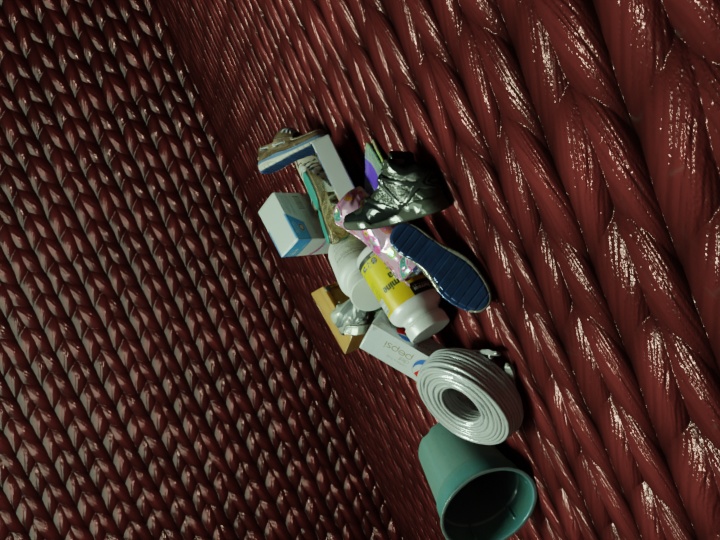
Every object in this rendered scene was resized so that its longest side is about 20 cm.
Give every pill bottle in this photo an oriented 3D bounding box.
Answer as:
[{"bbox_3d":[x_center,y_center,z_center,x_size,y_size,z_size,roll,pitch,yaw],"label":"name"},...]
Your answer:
[{"bbox_3d":[0.085,0.036,1.159,0.200,0.112,0.112,58,165,21],"label":"pill bottle"},{"bbox_3d":[0.000,0.000,1.331,0.200,0.114,0.114,-115,7,-57],"label":"pill bottle"}]

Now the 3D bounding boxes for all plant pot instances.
[{"bbox_3d":[0.219,0.417,1.209,0.196,0.200,0.200,-126,15,-62],"label":"plant pot"}]

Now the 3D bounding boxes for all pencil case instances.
[{"bbox_3d":[-0.114,-0.238,1.456,0.200,0.089,0.078,64,165,6],"label":"pencil case"},{"bbox_3d":[0.041,-0.064,1.088,0.200,0.087,0.087,43,162,9],"label":"pencil case"}]

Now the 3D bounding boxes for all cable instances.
[{"bbox_3d":[0.195,0.227,1.060,0.200,0.069,0.200,0,124,47],"label":"cable"}]

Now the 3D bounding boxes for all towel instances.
[{"bbox_3d":[0.037,-0.145,1.170,0.200,0.023,0.144,96,155,-65],"label":"towel"}]

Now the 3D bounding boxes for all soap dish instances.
[{"bbox_3d":[-0.019,0.110,1.606,0.200,0.157,0.081,59,148,23],"label":"soap dish"}]

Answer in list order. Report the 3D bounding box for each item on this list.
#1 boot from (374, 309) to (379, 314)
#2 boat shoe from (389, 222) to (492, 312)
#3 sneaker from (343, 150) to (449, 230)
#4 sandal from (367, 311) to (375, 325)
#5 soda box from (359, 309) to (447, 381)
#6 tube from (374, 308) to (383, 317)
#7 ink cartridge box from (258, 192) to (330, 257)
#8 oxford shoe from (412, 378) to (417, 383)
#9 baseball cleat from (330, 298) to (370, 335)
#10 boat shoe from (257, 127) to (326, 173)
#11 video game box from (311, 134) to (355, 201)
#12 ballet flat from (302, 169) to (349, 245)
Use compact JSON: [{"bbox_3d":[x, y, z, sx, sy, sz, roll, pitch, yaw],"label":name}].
[{"bbox_3d":[0.089,0.113,1.358,0.151,0.073,0.200,28,138,66],"label":"boot"},{"bbox_3d":[0.140,-0.008,0.979,0.200,0.072,0.072,45,-168,18],"label":"boat shoe"},{"bbox_3d":[0.045,-0.130,0.980,0.199,0.076,0.114,-15,93,42],"label":"sneaker"},{"bbox_3d":[0.049,0.086,1.523,0.070,0.078,0.212,14,-129,-66],"label":"sandal"},{"bbox_3d":[0.104,0.164,1.177,0.200,0.064,0.068,30,121,4],"label":"soda box"},{"bbox_3d":[0.112,0.151,1.241,0.200,0.050,0.077,41,-172,3],"label":"tube"},{"bbox_3d":[-0.133,-0.117,1.494,0.085,0.200,0.145,-45,65,37],"label":"ink cartridge box"},{"bbox_3d":[0.158,0.252,1.367,0.200,0.071,0.073,53,167,36],"label":"oxford shoe"},{"bbox_3d":[0.012,0.094,1.468,0.200,0.070,0.107,-40,75,36],"label":"baseball cleat"},{"bbox_3d":[-0.168,-0.294,1.385,0.072,0.200,0.073,-7,-100,-61],"label":"boat shoe"},{"bbox_3d":[-0.035,-0.178,1.271,0.200,0.047,0.182,65,-175,1],"label":"video game box"},{"bbox_3d":[-0.075,-0.152,1.372,0.071,0.065,0.200,103,148,-70],"label":"ballet flat"}]
